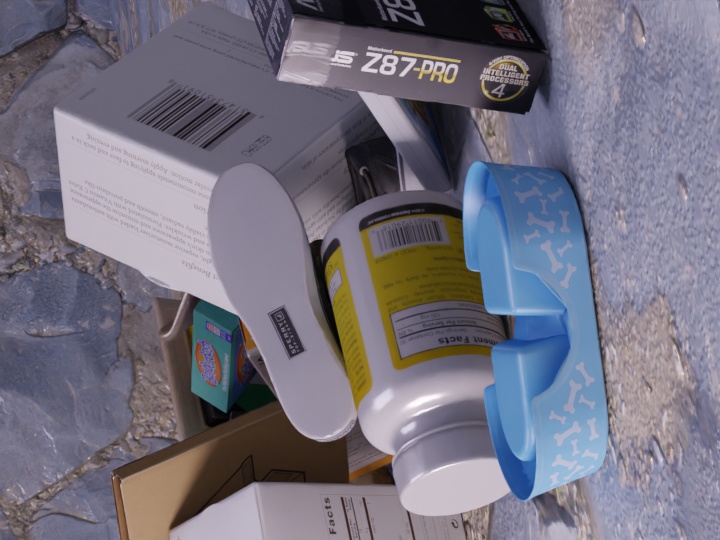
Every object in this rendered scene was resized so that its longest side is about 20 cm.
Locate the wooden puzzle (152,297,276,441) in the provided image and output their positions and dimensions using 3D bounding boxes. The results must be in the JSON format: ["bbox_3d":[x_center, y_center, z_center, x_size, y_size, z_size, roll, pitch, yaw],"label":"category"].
[{"bbox_3d":[-0.097,0.100,1.948,0.037,0.184,0.201,-62,33,37],"label":"wooden puzzle"}]

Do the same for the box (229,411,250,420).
[{"bbox_3d":[-0.074,0.244,1.813,0.201,0.078,0.142,78,-162,-44],"label":"box"}]

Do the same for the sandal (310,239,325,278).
[{"bbox_3d":[0.028,0.051,1.485,0.200,0.054,0.082,53,-168,-16],"label":"sandal"}]

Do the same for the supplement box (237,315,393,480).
[{"bbox_3d":[-0.037,0.071,1.727,0.200,0.073,0.126,59,-170,-46],"label":"supplement box"}]

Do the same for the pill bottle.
[{"bbox_3d":[0.044,0.056,1.360,0.112,0.111,0.201,100,160,-58],"label":"pill bottle"}]

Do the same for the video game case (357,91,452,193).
[{"bbox_3d":[0.008,-0.172,1.418,0.200,0.022,0.183,51,-158,-59],"label":"video game case"}]

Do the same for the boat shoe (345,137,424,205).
[{"bbox_3d":[0.017,-0.006,1.540,0.070,0.066,0.201,-116,21,-60],"label":"boat shoe"}]

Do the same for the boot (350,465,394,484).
[{"bbox_3d":[0.002,0.271,1.873,0.144,0.070,0.203,102,163,-78],"label":"boot"}]

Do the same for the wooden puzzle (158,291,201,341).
[{"bbox_3d":[-0.097,-0.036,1.854,0.201,0.037,0.185,-62,-12,30],"label":"wooden puzzle"}]

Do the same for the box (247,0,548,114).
[{"bbox_3d":[0.009,-0.171,1.239,0.200,0.160,0.049,-110,31,-53],"label":"box"}]

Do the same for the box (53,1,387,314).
[{"bbox_3d":[-0.101,-0.089,1.594,0.198,0.200,0.131,23,133,26],"label":"box"}]

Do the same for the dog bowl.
[{"bbox_3d":[0.103,0.032,1.195,0.111,0.049,0.201,177,84,-80],"label":"dog bowl"}]

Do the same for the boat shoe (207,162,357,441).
[{"bbox_3d":[-0.052,0.023,1.410,0.057,0.068,0.201,8,-118,-81],"label":"boat shoe"}]

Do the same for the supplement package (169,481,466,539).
[{"bbox_3d":[-0.026,0.236,1.545,0.121,0.199,0.121,-33,61,45],"label":"supplement package"}]

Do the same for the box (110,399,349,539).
[{"bbox_3d":[-0.096,0.189,1.594,0.021,0.199,0.164,35,138,47],"label":"box"}]

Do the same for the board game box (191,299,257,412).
[{"bbox_3d":[-0.082,0.013,1.852,0.200,0.045,0.152,-54,-14,-29],"label":"board game box"}]
